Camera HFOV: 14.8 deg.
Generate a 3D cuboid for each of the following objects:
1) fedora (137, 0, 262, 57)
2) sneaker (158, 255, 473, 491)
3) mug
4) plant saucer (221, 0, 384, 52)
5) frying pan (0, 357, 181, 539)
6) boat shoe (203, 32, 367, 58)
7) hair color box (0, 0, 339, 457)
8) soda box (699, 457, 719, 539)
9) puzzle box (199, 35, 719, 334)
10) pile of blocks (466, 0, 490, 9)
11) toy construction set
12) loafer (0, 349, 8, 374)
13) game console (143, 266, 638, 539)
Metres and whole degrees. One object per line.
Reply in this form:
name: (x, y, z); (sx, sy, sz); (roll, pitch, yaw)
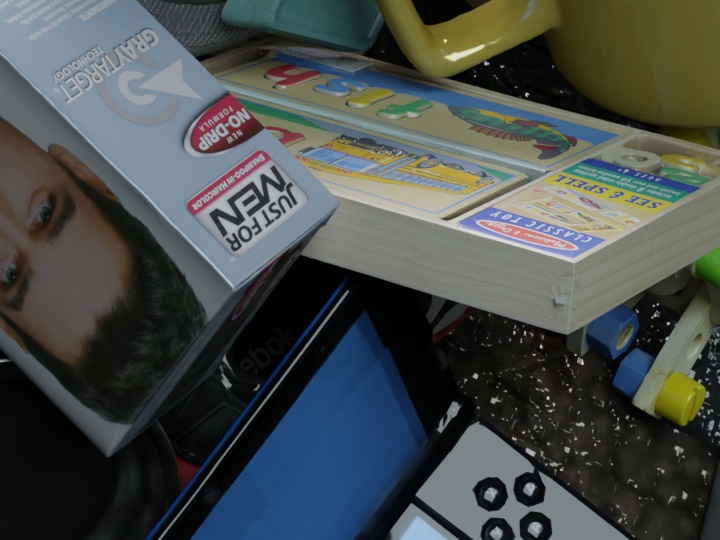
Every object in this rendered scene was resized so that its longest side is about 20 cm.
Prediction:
fedora: (-0.056, -0.170, 0.943); (0.200, 0.177, 0.090); (-33, 48, -25)
sneaker: (0.000, 0.000, 0.977); (0.071, 0.098, 0.200); (46, 62, 5)
mug: (0.105, -0.141, 0.924); (0.149, 0.153, 0.187); (24, 60, 38)
plant saucer: (0.020, -0.165, 0.938); (0.019, 0.200, 0.070); (35, 17, 36)
frying pan: (-0.146, 0.099, 0.922); (0.190, 0.031, 0.115); (-38, 121, 8)
boat shoe: (-0.082, -0.116, 1.012); (0.199, 0.063, 0.074); (0, 71, -18)
hair color box: (-0.112, -0.050, 0.869); (0.200, 0.099, 0.061); (44, 45, 6)
soda box: (0.185, 0.040, 1.041); (0.068, 0.064, 0.201); (22, 64, -9)
puzzle box: (0.015, -0.034, 0.916); (0.199, 0.026, 0.133); (17, 25, 29)
pile of blocks: (0.059, -0.198, 1.028); (0.082, 0.062, 0.201); (-13, 97, -38)
toy construction set: (0.143, -0.052, 1.031); (0.092, 0.131, 0.200); (17, 60, 19)
loafer: (-0.196, -0.024, 0.935); (0.200, 0.072, 0.073); (34, 65, -3)
game console: (0.005, 0.128, 0.903); (0.171, 0.118, 0.200); (38, 75, -1)
